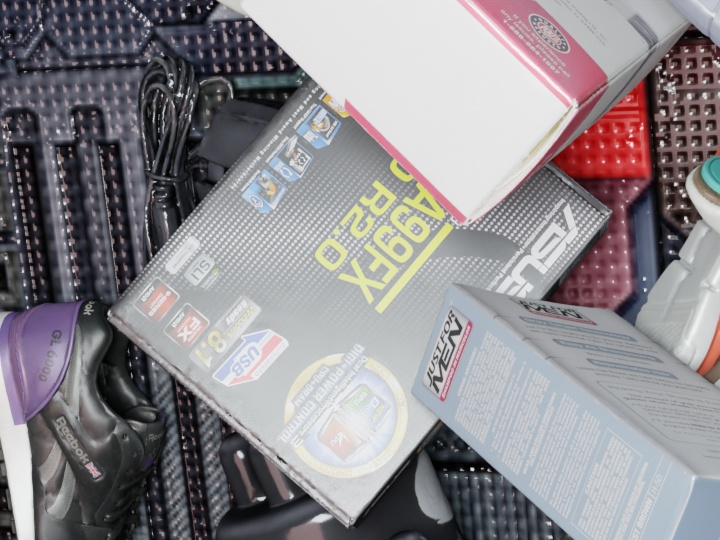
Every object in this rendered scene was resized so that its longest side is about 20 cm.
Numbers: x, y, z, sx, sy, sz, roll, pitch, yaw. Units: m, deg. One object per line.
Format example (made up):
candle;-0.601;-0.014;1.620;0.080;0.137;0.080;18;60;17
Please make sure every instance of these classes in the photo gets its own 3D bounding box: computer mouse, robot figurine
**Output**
computer mouse;-0.034;-0.035;1.167;0.199;0.053;0.139;7;107;20
robot figurine;-0.002;0.166;1.171;0.124;0.150;0.201;-22;96;13

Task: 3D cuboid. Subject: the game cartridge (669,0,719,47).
game cartridge;0.238;-0.132;1.007;0.200;0.041;0.133;29;88;12

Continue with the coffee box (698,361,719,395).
coffee box;0.217;0.076;1.024;0.200;0.114;0.080;-45;50;41

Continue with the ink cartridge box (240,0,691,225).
ink cartridge box;0.058;-0.122;1.024;0.147;0.200;0.083;44;120;5

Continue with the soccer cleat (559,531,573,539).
soccer cleat;0.124;0.220;1.170;0.086;0.070;0.201;12;122;-11

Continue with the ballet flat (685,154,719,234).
ballet flat;0.235;-0.013;1.014;0.199;0.069;0.070;0;110;-20

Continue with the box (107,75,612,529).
box;0.000;0.000;1.093;0.160;0.044;0.200;40;86;9

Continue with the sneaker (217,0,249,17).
sneaker;-0.074;-0.207;1.121;0.200;0.075;0.085;43;120;6

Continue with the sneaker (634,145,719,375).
sneaker;0.209;-0.017;1.078;0.082;0.077;0.200;23;109;-20

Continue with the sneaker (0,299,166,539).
sneaker;-0.148;0.116;1.248;0.087;0.076;0.201;-10;101;18

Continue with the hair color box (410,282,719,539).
hair color box;0.117;0.075;0.983;0.200;0.099;0.061;41;115;54
